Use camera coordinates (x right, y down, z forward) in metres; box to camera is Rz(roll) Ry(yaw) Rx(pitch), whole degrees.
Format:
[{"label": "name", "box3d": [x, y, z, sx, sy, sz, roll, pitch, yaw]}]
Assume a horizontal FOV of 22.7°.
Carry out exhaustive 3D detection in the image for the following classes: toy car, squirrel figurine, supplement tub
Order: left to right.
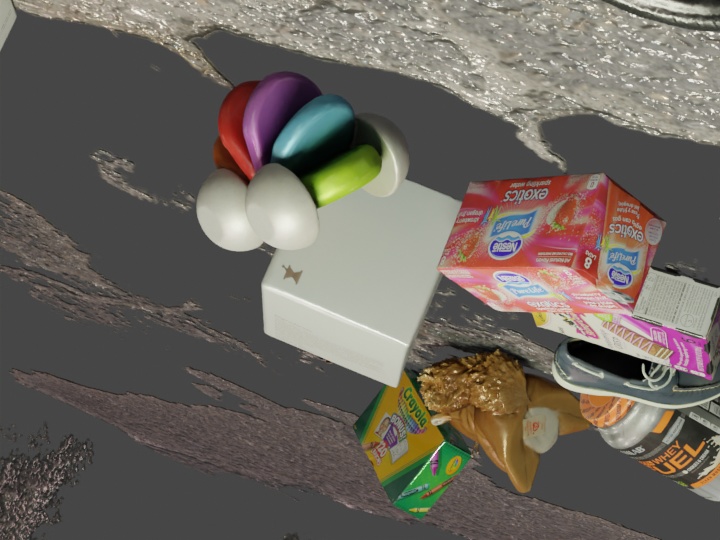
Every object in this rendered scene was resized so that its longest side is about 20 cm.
[{"label": "toy car", "box3d": [-0.066, -0.113, 1.690, 0.199, 0.174, 0.151, 0, 116, 55]}, {"label": "squirrel figurine", "box3d": [0.165, 0.170, 2.339, 0.200, 0.142, 0.186, 49, 163, -29]}, {"label": "supplement tub", "box3d": [0.353, 0.168, 2.026, 0.199, 0.124, 0.122, 29, 163, -20]}]

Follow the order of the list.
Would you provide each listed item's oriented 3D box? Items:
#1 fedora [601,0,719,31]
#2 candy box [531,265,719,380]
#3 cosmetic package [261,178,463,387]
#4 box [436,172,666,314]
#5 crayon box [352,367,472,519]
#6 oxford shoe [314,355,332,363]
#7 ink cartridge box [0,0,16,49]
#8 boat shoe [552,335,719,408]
[{"label": "fedora", "box3d": [0.177, -0.226, 1.049, 0.199, 0.092, 0.201, 21, 164, 6]}, {"label": "candy box", "box3d": [0.271, 0.038, 1.832, 0.198, 0.062, 0.137, 18, 164, 20]}, {"label": "cosmetic package", "box3d": [0.000, 0.000, 1.888, 0.165, 0.169, 0.200, 22, 165, 4]}, {"label": "box", "box3d": [0.177, -0.024, 1.691, 0.095, 0.101, 0.199, 32, 162, -31]}, {"label": "crayon box", "box3d": [0.070, 0.236, 2.490, 0.058, 0.119, 0.200, 31, -165, -30]}, {"label": "oxford shoe", "box3d": [-0.042, 0.092, 2.417, 0.071, 0.074, 0.200, 17, 163, 18]}, {"label": "ink cartridge box", "box3d": [-0.425, -0.278, 1.730, 0.144, 0.085, 0.200, 22, 164, 4]}, {"label": "boat shoe", "box3d": [0.306, 0.098, 1.924, 0.197, 0.076, 0.062, 9, 154, 0]}]
